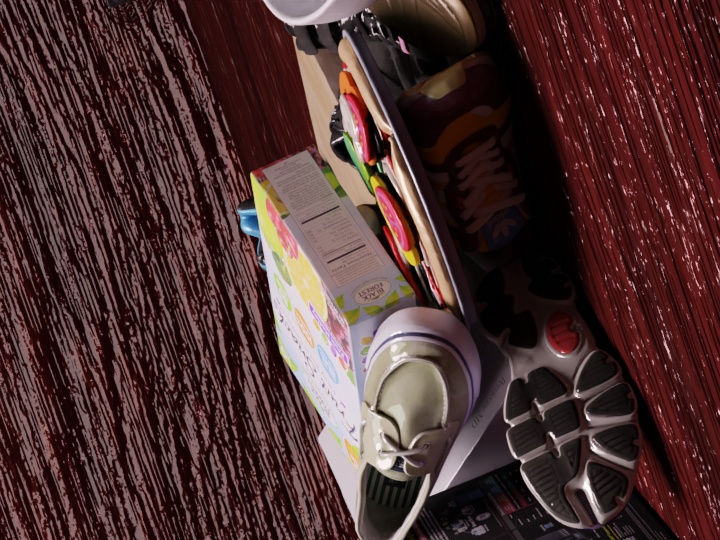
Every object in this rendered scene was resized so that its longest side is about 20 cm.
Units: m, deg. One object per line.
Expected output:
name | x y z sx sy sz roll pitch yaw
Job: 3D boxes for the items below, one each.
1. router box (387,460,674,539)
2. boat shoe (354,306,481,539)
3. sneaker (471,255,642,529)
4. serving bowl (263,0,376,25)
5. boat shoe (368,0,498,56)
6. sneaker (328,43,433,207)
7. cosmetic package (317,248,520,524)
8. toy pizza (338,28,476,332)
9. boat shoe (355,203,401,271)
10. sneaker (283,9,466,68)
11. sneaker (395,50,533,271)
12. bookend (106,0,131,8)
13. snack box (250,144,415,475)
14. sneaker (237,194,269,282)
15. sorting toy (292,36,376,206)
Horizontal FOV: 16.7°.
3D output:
router box | 0.111 0.189 1.547 0.200 0.149 0.062 -126 16 -69
boat shoe | 0.033 0.102 1.519 0.200 0.072 0.062 96 -174 -50
sneaker | 0.130 0.078 1.489 0.084 0.080 0.201 57 -165 -45
serving bowl | -0.003 -0.240 1.420 0.200 0.066 0.201 -11 78 63
boat shoe | 0.026 -0.192 1.506 0.200 0.065 0.073 36 148 45
sneaker | 0.013 -0.118 1.689 0.076 0.090 0.200 59 -176 -39
cosmetic package | 0.055 0.099 1.695 0.200 0.051 0.151 -58 34 28
toy pizza | 0.021 -0.051 1.501 0.200 0.032 0.201 157 90 -89
boat shoe | 0.000 -0.001 1.744 0.201 0.066 0.072 145 117 -63
sneaker | 0.005 -0.164 1.609 0.200 0.099 0.071 -124 17 -63
sneaker | 0.073 -0.063 1.504 0.090 0.075 0.200 62 178 16
bookend | -0.127 -0.304 1.859 0.200 0.198 0.092 -120 10 -62
snack box | -0.011 0.036 1.606 0.142 0.053 0.200 58 165 35
sneaker | -0.033 0.002 1.880 0.200 0.082 0.073 -119 13 -48
sorting toy | 0.020 -0.085 1.854 0.199 0.069 0.200 77 171 -46
